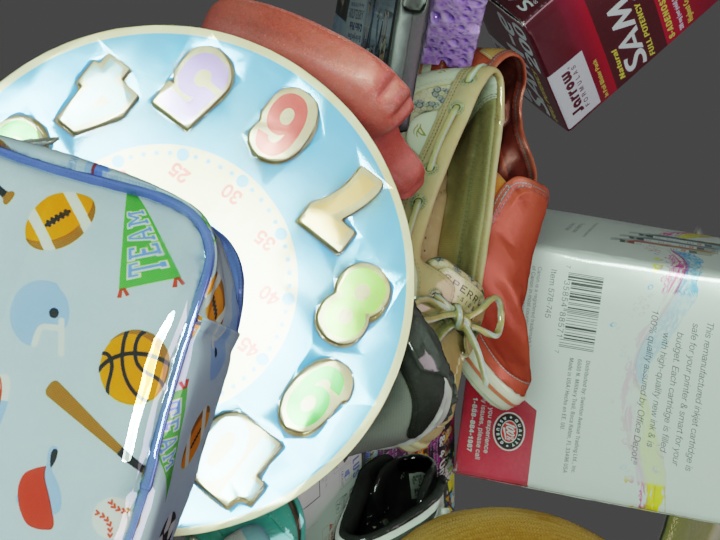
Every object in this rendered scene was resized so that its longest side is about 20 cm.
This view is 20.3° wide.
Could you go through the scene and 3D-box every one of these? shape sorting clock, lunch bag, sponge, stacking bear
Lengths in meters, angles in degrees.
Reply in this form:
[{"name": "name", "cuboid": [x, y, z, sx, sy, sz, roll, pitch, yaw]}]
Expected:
[{"name": "shape sorting clock", "cuboid": [-0.077, 0.003, 0.785, 0.039, 0.199, 0.201, 162, -57, -86]}, {"name": "lunch bag", "cuboid": [-0.136, 0.046, 0.726, 0.076, 0.159, 0.201, 51, 55, -80]}, {"name": "sponge", "cuboid": [0.057, -0.190, 0.976, 0.200, 0.030, 0.112, 99, -1, -70]}, {"name": "stacking bear", "cuboid": [-0.075, -0.006, 0.856, 0.200, 0.113, 0.122, -55, 163, -14]}]

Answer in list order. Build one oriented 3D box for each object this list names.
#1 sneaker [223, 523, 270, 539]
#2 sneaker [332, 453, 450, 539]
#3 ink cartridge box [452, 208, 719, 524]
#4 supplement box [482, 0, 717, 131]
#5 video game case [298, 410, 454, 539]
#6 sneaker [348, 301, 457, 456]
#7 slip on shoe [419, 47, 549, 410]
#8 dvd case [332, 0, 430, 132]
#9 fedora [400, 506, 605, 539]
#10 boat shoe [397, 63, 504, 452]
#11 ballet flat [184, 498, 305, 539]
[{"name": "sneaker", "cuboid": [-0.068, 0.228, 0.954, 0.130, 0.080, 0.201, -25, 111, -10]}, {"name": "sneaker", "cuboid": [0.047, 0.158, 1.097, 0.200, 0.075, 0.116, 0, 105, -58]}, {"name": "ink cartridge box", "cuboid": [0.173, 0.054, 1.194, 0.145, 0.199, 0.146, -30, 129, -72]}, {"name": "supplement box", "cuboid": [0.163, -0.188, 1.165, 0.200, 0.061, 0.109, -41, 143, -6]}, {"name": "video game case", "cuboid": [-0.003, 0.129, 1.113, 0.181, 0.036, 0.201, -37, 133, -49]}, {"name": "sneaker", "cuboid": [-0.032, 0.063, 0.893, 0.079, 0.200, 0.074, -31, 94, -40]}, {"name": "slip on shoe", "cuboid": [0.068, -0.027, 1.051, 0.074, 0.061, 0.201, 26, 55, -57]}, {"name": "dvd case", "cuboid": [0.017, -0.170, 0.947, 0.143, 0.017, 0.201, -142, -119, -75]}, {"name": "fedora", "cuboid": [0.079, 0.216, 1.013, 0.201, 0.200, 0.082, -46, 169, -42]}, {"name": "boat shoe", "cuboid": [0.036, -0.012, 0.976, 0.073, 0.062, 0.201, 36, 50, -53]}, {"name": "ballet flat", "cuboid": [-0.066, 0.200, 1.020, 0.070, 0.067, 0.201, -16, 118, -31]}]
